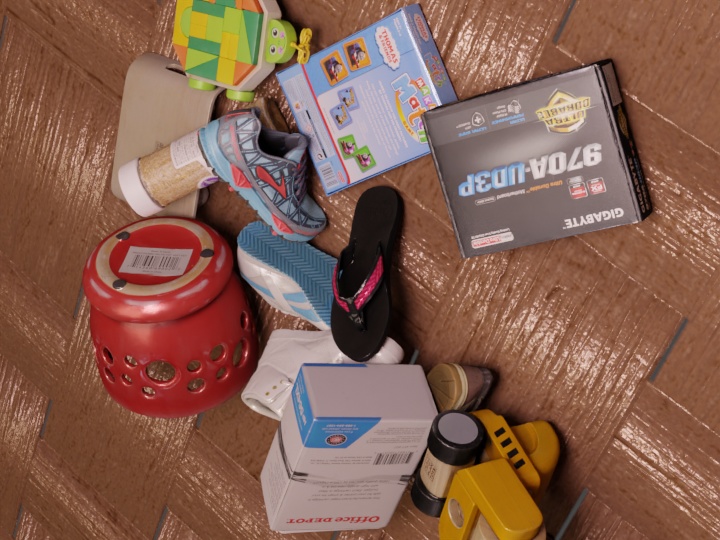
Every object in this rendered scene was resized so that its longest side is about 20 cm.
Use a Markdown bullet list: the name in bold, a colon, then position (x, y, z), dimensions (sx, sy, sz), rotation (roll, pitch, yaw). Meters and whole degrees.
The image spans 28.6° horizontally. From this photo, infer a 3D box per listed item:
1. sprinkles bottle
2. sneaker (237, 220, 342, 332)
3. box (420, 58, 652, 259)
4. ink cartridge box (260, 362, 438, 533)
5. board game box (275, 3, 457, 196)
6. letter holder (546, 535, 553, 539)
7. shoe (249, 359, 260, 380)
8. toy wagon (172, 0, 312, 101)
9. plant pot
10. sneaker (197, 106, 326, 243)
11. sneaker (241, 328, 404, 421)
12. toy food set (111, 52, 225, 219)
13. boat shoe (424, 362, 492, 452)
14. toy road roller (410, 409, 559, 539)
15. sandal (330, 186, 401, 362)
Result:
- **sprinkles bottle**: position (-0.182, -0.132, 1.641), dimensions (0.200, 0.068, 0.068), rotation (-24, 91, 15)
- **sneaker**: position (-0.061, 0.023, 1.662), dimensions (0.200, 0.077, 0.081), rotation (39, 151, 16)
- **box**: position (0.173, -0.108, 1.403), dimensions (0.200, 0.046, 0.159), rotation (-12, 100, 31)
- **ink cartridge box**: position (-0.017, 0.198, 1.565), dimensions (0.200, 0.146, 0.084), rotation (113, 151, -41)
- **board game box**: position (0.011, -0.182, 1.536), dimensions (0.200, 0.037, 0.151), rotation (-19, 95, 43)
- **letter holder**: position (0.179, 0.374, 1.546), dimensions (0.200, 0.142, 0.101), rotation (36, 127, 23)
- **shoe**: position (-0.057, 0.161, 1.705), dimensions (0.200, 0.071, 0.091), rotation (9, 126, 47)
- **toy wagon**: position (-0.136, -0.271, 1.593), dimensions (0.200, 0.040, 0.155), rotation (21, 109, 41)
- **plant pot**: position (-0.229, 0.045, 1.690), dimensions (0.200, 0.200, 0.183), rotation (24, 138, 31)
- **sneaker**: position (-0.089, -0.107, 1.579), dimensions (0.095, 0.200, 0.079), rotation (-32, 42, 19)
- **sneaker**: position (-0.047, 0.126, 1.593), dimensions (0.200, 0.116, 0.074), rotation (-5, 136, 43)
- **toy food set**: position (-0.229, -0.156, 1.741), dimensions (0.143, 0.060, 0.200), rotation (23, 112, 31)
- **boat shoe**: position (0.089, 0.164, 1.588), dimensions (0.200, 0.065, 0.073), rotation (129, 135, -56)
- **toy road roller**: position (0.154, 0.235, 1.485), dimensions (0.123, 0.146, 0.200), rotation (103, 148, -42)
- **sandal**: position (0.000, 0.000, 1.547), dimensions (0.075, 0.045, 0.200), rotation (1, 76, 30)
